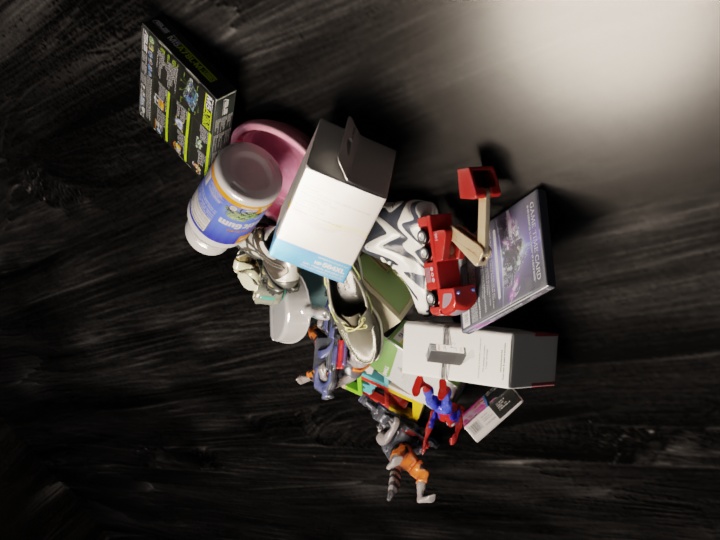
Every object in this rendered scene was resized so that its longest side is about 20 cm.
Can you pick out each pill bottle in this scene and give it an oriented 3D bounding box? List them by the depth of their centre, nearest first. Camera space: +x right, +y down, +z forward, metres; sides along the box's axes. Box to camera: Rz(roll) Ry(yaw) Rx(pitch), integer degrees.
[{"bbox_3d":[-0.209,-0.105,1.594,0.112,0.112,0.200,41,141,-2],"label":"pill bottle"}]

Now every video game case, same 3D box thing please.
[{"bbox_3d":[0.200,-0.009,1.416,0.019,0.144,0.200,11,154,-28],"label":"video game case"}]

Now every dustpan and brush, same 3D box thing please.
[{"bbox_3d":[-0.104,0.065,1.710,0.200,0.057,0.141,-163,72,-70],"label":"dustpan and brush"}]

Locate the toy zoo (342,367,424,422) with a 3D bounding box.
[{"bbox_3d":[0.050,0.210,1.865,0.198,0.020,0.132,23,141,22],"label":"toy zoo"}]

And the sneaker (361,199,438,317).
[{"bbox_3d":[0.061,-0.025,1.561,0.129,0.080,0.201,15,137,32],"label":"sneaker"}]

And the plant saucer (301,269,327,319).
[{"bbox_3d":[-0.082,0.008,1.766,0.199,0.027,0.201,23,141,21],"label":"plant saucer"}]

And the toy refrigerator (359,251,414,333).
[{"bbox_3d":[0.000,0.000,1.643,0.200,0.076,0.070,44,144,-5],"label":"toy refrigerator"}]

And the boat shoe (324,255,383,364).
[{"bbox_3d":[-0.014,0.061,1.585,0.071,0.060,0.204,-11,107,14],"label":"boat shoe"}]

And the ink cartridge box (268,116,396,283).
[{"bbox_3d":[-0.037,-0.109,1.465,0.124,0.129,0.201,21,130,-9],"label":"ink cartridge box"}]

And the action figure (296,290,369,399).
[{"bbox_3d":[-0.040,0.119,1.731,0.104,0.202,0.193,12,175,-36],"label":"action figure"}]

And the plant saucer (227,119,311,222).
[{"bbox_3d":[-0.121,-0.160,1.604,0.199,0.051,0.202,25,141,22],"label":"plant saucer"}]

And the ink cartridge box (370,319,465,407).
[{"bbox_3d":[0.090,0.156,1.738,0.199,0.059,0.104,33,144,14],"label":"ink cartridge box"}]

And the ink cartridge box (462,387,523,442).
[{"bbox_3d":[0.207,0.216,1.590,0.037,0.095,0.200,48,-177,6],"label":"ink cartridge box"}]

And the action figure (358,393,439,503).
[{"bbox_3d":[0.055,0.322,1.847,0.199,0.194,0.105,37,104,-20],"label":"action figure"}]

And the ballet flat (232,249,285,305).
[{"bbox_3d":[-0.187,-0.005,1.739,0.200,0.063,0.068,-129,46,-54],"label":"ballet flat"}]

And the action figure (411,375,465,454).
[{"bbox_3d":[0.126,0.244,1.628,0.065,0.100,0.200,7,162,20],"label":"action figure"}]

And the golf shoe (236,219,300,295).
[{"bbox_3d":[-0.152,-0.054,1.670,0.200,0.077,0.095,49,139,32],"label":"golf shoe"}]

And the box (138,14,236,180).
[{"bbox_3d":[-0.279,-0.268,1.596,0.193,0.047,0.201,43,146,18],"label":"box"}]

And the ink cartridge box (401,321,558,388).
[{"bbox_3d":[0.182,0.127,1.547,0.199,0.144,0.085,5,90,40],"label":"ink cartridge box"}]

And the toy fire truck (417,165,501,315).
[{"bbox_3d":[0.143,-0.038,1.421,0.140,0.048,0.202,-9,89,54],"label":"toy fire truck"}]
